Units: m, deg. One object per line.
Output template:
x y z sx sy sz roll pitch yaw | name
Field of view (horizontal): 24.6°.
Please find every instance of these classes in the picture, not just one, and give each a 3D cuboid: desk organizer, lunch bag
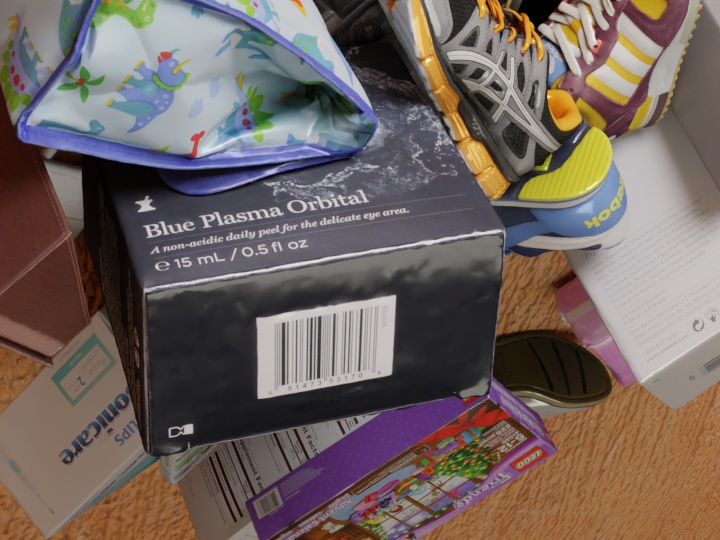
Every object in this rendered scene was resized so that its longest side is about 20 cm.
-0.190 -0.057 0.877 0.077 0.201 0.072 -37 146 15 | desk organizer
-0.097 -0.139 0.852 0.198 0.171 0.128 7 134 -41 | lunch bag

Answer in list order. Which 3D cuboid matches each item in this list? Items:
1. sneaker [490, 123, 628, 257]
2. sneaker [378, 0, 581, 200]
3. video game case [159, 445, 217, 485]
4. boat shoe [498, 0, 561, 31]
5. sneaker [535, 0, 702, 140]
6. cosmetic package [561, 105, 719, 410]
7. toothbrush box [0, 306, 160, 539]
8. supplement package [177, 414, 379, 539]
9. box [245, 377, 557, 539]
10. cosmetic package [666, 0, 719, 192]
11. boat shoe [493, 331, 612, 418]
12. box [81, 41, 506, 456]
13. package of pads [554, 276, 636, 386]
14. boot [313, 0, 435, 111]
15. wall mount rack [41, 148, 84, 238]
0.086 -0.046 1.071 0.082 0.198 0.075 47 61 -42 | sneaker
0.066 -0.126 0.943 0.077 0.079 0.200 -28 141 6 | sneaker
-0.077 0.078 1.103 0.143 0.018 0.200 -43 174 -15 | video game case
0.108 -0.155 1.083 0.071 0.061 0.202 -20 148 -9 | boat shoe
0.147 -0.146 1.002 0.089 0.075 0.201 -21 143 -14 | sneaker
0.210 -0.025 1.177 0.122 0.201 0.199 -34 163 9 | cosmetic package
-0.148 0.078 1.130 0.146 0.085 0.200 -43 176 26 | toothbrush box
-0.019 0.125 1.312 0.200 0.148 0.190 -40 146 20 | supplement package
0.032 0.151 1.208 0.199 0.039 0.137 -34 147 13 | box
0.242 -0.153 1.052 0.106 0.201 0.091 -12 146 -24 | cosmetic package
0.130 0.103 1.471 0.198 0.075 0.069 4 144 -29 | boat shoe
-0.046 -0.020 0.921 0.194 0.201 0.119 -9 129 -15 | box
0.276 0.011 1.432 0.199 0.076 0.120 -34 149 11 | package of pads
0.030 -0.155 1.036 0.198 0.070 0.174 -26 152 12 | boot
-0.220 -0.012 1.038 0.173 0.075 0.200 12 131 -45 | wall mount rack
